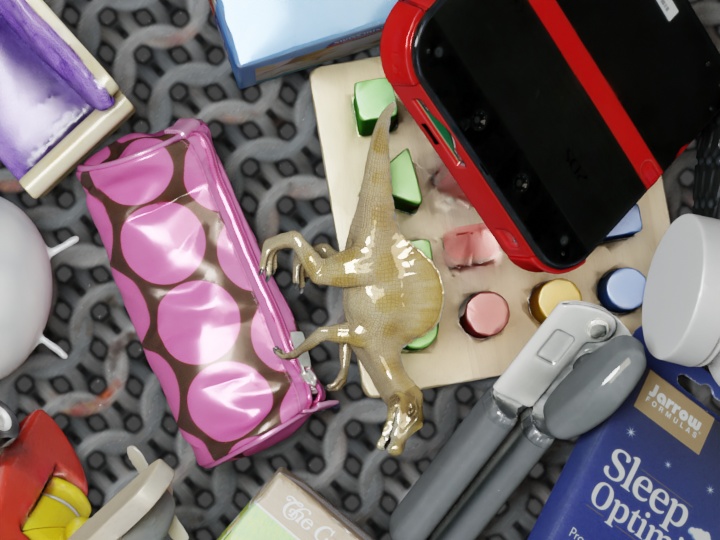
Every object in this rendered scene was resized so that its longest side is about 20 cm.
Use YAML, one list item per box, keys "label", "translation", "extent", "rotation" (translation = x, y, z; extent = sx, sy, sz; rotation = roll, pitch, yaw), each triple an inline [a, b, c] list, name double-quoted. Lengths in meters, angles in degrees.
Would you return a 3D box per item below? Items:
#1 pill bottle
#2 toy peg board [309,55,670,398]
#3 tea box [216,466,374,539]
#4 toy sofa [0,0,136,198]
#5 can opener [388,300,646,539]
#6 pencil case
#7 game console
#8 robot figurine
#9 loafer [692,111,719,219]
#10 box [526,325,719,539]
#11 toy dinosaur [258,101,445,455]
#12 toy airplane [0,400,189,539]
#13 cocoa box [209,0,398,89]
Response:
- label: "pill bottle"
  translation: [0.269, 0.029, 1.640]
  extent: [0.199, 0.112, 0.113]
  rotation: [12, 87, -16]
- label: "toy peg board"
  translation: [0.083, -0.040, 1.670]
  extent: [0.198, 0.098, 0.201]
  rotation: [-10, 88, -1]
- label: "tea box"
  translation: [-0.033, 0.249, 1.638]
  extent: [0.200, 0.134, 0.197]
  rotation: [39, 87, 1]
- label: "toy sofa"
  translation: [-0.226, -0.141, 1.666]
  extent: [0.083, 0.098, 0.200]
  rotation: [-42, 88, -2]
- label: "can opener"
  translation: [0.086, 0.097, 1.644]
  extent: [0.053, 0.067, 0.200]
  rotation: [28, 119, -20]
- label: "pencil case"
  translation: [-0.089, 0.009, 1.669]
  extent: [0.094, 0.091, 0.201]
  rotation: [-25, 91, 42]
- label: "game console"
  translation: [0.111, -0.115, 1.598]
  extent: [0.177, 0.031, 0.200]
  rotation: [-48, 124, -18]
- label: "robot figurine"
  translation: [-0.265, 0.008, 1.653]
  extent: [0.199, 0.113, 0.171]
  rotation: [4, 96, -1]
- label: "loafer"
  translation: [0.250, -0.105, 1.688]
  extent: [0.070, 0.068, 0.201]
  rotation: [18, 87, -13]
- label: "box"
  translation: [0.169, 0.140, 1.636]
  extent: [0.121, 0.032, 0.200]
  rotation: [36, 65, -17]
- label: "toy dinosaur"
  translation: [0.000, 0.000, 1.607]
  extent: [0.101, 0.058, 0.201]
  rotation: [1, 103, 24]
- label: "toy airplane"
  translation: [-0.184, 0.184, 1.613]
  extent: [0.141, 0.200, 0.200]
  rotation: [30, 80, -28]
- label: "cocoa box"
  translation: [0.002, -0.199, 1.655]
  extent: [0.199, 0.133, 0.132]
  rotation: [-18, 89, -2]
